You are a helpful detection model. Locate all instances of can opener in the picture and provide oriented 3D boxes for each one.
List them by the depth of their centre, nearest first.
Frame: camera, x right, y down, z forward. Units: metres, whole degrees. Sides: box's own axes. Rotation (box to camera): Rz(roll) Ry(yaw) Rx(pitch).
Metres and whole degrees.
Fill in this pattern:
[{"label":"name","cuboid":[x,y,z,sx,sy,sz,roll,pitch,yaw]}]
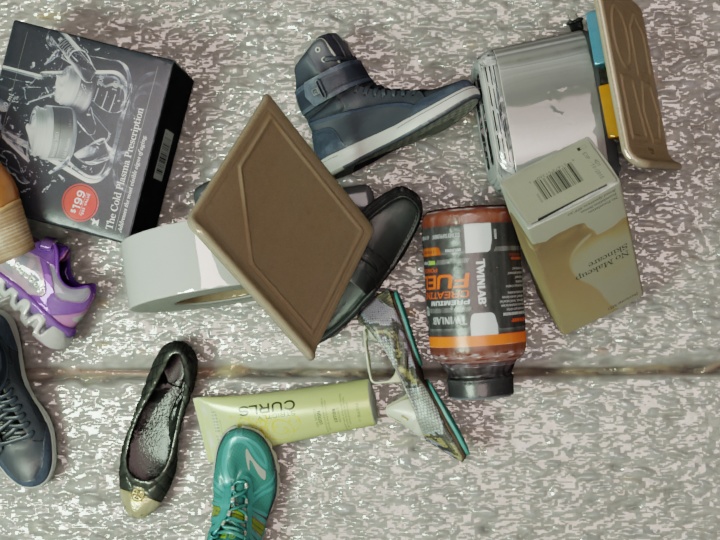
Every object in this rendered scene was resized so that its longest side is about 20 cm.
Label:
[{"label":"can opener","cuboid":[-0.085,-0.081,1.230,0.198,0.053,0.068,-9,89,1]}]

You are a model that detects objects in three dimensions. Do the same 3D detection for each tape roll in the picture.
[{"label":"tape roll","cuboid":[-0.144,-0.007,1.156,0.200,0.202,0.072,-10,84,2]}]

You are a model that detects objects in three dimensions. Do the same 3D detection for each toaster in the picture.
[{"label":"toaster","cuboid":[0.192,-0.168,1.186,0.128,0.114,0.202,-9,88,-2]}]

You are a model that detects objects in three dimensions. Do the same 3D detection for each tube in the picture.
[{"label":"tube","cuboid":[-0.081,0.162,1.229,0.198,0.052,0.059,-10,61,7]}]

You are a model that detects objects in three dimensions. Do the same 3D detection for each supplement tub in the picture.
[{"label":"supplement tub","cuboid":[0.122,0.034,1.192,0.106,0.107,0.202,-4,88,2]}]

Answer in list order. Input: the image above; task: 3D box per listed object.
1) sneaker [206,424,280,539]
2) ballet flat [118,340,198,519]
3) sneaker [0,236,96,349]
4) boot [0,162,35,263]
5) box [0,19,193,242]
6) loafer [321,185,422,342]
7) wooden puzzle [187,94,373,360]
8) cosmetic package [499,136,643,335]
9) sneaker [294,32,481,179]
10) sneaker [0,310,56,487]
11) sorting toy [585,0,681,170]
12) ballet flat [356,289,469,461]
[{"label":"sneaker","cuboid":[-0.131,0.269,1.206,0.077,0.080,0.202,6,94,1]},{"label":"ballet flat","cuboid":[-0.228,0.174,1.229,0.066,0.057,0.202,14,90,3]},{"label":"sneaker","cuboid":[-0.366,-0.012,1.226,0.088,0.081,0.200,-43,93,7]},{"label":"boot","cuboid":[-0.443,-0.062,1.144,0.198,0.074,0.156,-21,100,4]},{"label":"box","cuboid":[-0.300,-0.143,1.215,0.180,0.104,0.202,14,89,4]},{"label":"loafer","cuboid":[0.000,0.000,1.196,0.068,0.070,0.201,35,104,-13]},{"label":"wooden puzzle","cuboid":[-0.074,-0.042,1.070,0.037,0.201,0.185,-17,125,36]},{"label":"cosmetic package","cuboid":[0.219,-0.030,1.143,0.104,0.200,0.071,-28,50,3]},{"label":"sneaker","cuboid":[0.019,-0.199,1.193,0.201,0.077,0.148,-21,85,26]},{"label":"sneaker","cuboid":[-0.393,0.143,1.187,0.076,0.146,0.204,-20,90,0]},{"label":"sorting toy","cuboid":[0.276,-0.198,1.161,0.036,0.185,0.202,-16,87,27]},{"label":"ballet flat","cuboid":[0.049,0.123,1.214,0.071,0.072,0.202,-25,83,2]}]
